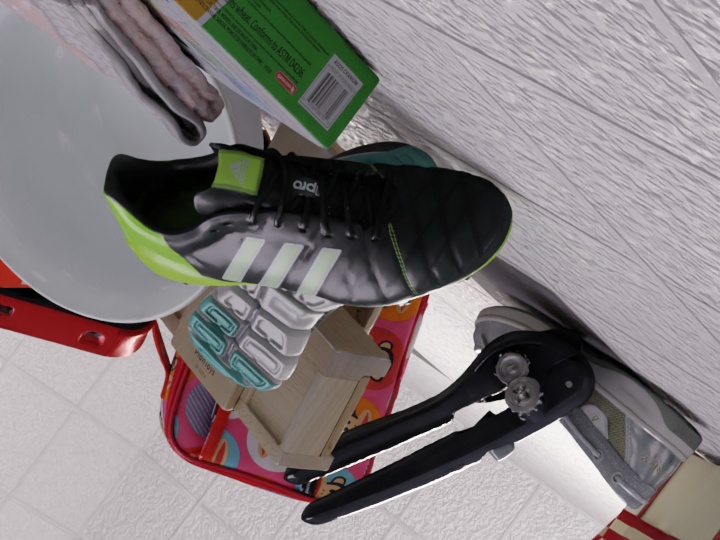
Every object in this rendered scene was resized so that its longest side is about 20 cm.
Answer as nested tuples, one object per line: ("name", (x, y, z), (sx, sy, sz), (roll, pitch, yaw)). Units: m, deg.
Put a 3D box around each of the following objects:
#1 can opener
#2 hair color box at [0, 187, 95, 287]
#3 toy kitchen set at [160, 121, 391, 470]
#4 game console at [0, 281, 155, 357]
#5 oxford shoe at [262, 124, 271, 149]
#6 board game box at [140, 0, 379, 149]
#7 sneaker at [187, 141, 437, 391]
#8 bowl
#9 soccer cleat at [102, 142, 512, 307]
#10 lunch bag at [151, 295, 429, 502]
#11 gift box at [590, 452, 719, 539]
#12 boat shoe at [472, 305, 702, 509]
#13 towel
("can opener", (0.049, 0.097, 1.295), (0.064, 0.200, 0.079), (61, -175, 16))
("hair color box", (-0.192, -0.086, 1.337), (0.111, 0.064, 0.200), (0, -129, -29))
("toy kitchen set", (0.000, 0.000, 1.316), (0.180, 0.163, 0.200), (10, -154, -40))
("game console", (-0.220, -0.038, 1.356), (0.200, 0.031, 0.177), (18, -139, -33))
("oxford shoe", (-0.091, -0.076, 1.506), (0.071, 0.071, 0.200), (32, 175, 7))
("board game box", (-0.101, -0.143, 0.947), (0.200, 0.040, 0.153), (35, 176, 36))
("sneaker", (-0.018, -0.020, 1.131), (0.078, 0.091, 0.200), (41, 137, -9))
("bowl", (-0.126, -0.079, 1.200), (0.201, 0.201, 0.090), (36, -145, 14))
("soccer cleat", (-0.029, -0.026, 1.015), (0.199, 0.068, 0.081), (0, 151, 26))
("lunch bag", (-0.056, 0.048, 1.504), (0.176, 0.201, 0.082), (19, 180, -8))
("gift box", (0.222, 0.236, 1.415), (0.185, 0.200, 0.187), (43, 177, -10))
("boat shoe", (0.127, 0.080, 1.354), (0.074, 0.065, 0.202), (41, 175, -41))
("towel", (-0.160, -0.141, 0.971), (0.191, 0.032, 0.200), (37, 176, 18))
